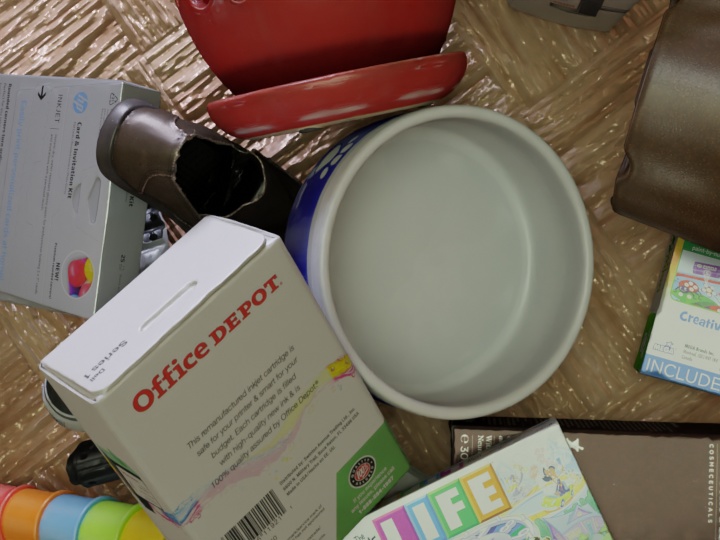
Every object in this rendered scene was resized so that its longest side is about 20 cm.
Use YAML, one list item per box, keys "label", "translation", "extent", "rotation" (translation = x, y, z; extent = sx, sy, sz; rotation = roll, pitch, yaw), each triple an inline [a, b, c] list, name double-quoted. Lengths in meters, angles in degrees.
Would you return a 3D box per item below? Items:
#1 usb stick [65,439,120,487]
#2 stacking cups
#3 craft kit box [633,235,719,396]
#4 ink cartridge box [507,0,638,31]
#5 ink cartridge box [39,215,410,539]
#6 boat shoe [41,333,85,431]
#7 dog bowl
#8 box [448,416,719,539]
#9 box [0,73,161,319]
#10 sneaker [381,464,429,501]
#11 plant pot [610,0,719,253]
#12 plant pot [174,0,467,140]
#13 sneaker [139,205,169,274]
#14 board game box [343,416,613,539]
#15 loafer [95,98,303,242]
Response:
- label: "usb stick"
  translation: [-0.111, 0.115, 0.991]
  extent: [0.198, 0.055, 0.033]
  rotation: [-15, 99, 5]
- label: "stacking cups"
  translation: [-0.194, 0.184, 0.960]
  extent: [0.198, 0.060, 0.061]
  rotation: [0, 90, 33]
- label: "craft kit box"
  translation: [0.309, 0.001, 0.958]
  extent: [0.198, 0.049, 0.200]
  rotation: [16, 94, 5]
- label: "ink cartridge box"
  translation: [0.155, -0.245, 0.894]
  extent: [0.084, 0.200, 0.147]
  rotation: [15, 91, 0]
- label: "ink cartridge box"
  translation: [-0.078, 0.090, 0.851]
  extent: [0.145, 0.084, 0.201]
  rotation: [-43, 124, -21]
- label: "boat shoe"
  translation: [-0.113, 0.037, 0.898]
  extent: [0.199, 0.057, 0.069]
  rotation: [-31, 69, -28]
- label: "dog bowl"
  translation: [0.051, -0.006, 0.924]
  extent: [0.198, 0.079, 0.203]
  rotation: [-1, 92, -23]
- label: "box"
  translation: [0.158, 0.155, 0.958]
  extent: [0.197, 0.075, 0.101]
  rotation: [1, 90, 4]
- label: "box"
  translation: [-0.229, -0.055, 0.963]
  extent: [0.198, 0.041, 0.158]
  rotation: [8, 91, 37]
- label: "sneaker"
  translation: [-0.040, 0.151, 0.981]
  extent: [0.198, 0.074, 0.117]
  rotation: [22, 89, -3]
- label: "plant pot"
  translation: [0.268, -0.082, 0.855]
  extent: [0.196, 0.200, 0.202]
  rotation: [18, 92, 12]
- label: "plant pot"
  translation: [-0.025, -0.188, 0.918]
  extent: [0.198, 0.200, 0.185]
  rotation: [-11, 97, 5]
- label: "sneaker"
  translation: [-0.157, 0.022, 0.989]
  extent: [0.066, 0.091, 0.201]
  rotation: [-19, 63, -21]
- label: "board game box"
  translation: [0.068, 0.201, 0.912]
  extent: [0.198, 0.034, 0.136]
  rotation: [-27, 89, 4]
- label: "loafer"
  translation: [-0.088, -0.048, 0.923]
  extent: [0.071, 0.199, 0.074]
  rotation: [21, 89, 37]
